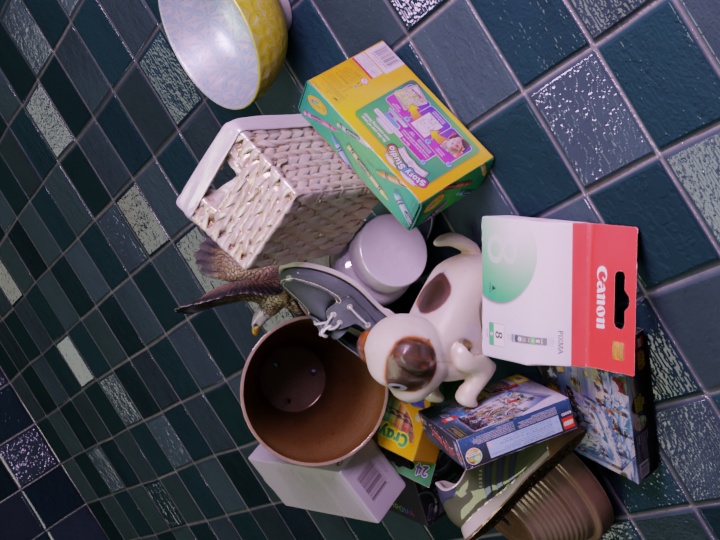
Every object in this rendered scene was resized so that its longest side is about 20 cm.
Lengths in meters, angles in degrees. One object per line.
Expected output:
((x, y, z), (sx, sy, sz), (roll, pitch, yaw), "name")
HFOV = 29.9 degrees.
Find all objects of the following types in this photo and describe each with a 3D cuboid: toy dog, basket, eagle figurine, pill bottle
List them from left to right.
((-0.138, 0.023, 1.844), (0.199, 0.151, 0.152), (23, 174, -6), "eagle figurine")
((-0.084, -0.089, 1.540), (0.123, 0.200, 0.136), (49, 121, 21), "basket")
((0.000, 0.000, 1.691), (0.110, 0.109, 0.200), (58, 152, -1), "pill bottle")
((0.096, 0.074, 1.579), (0.139, 0.200, 0.194), (20, 135, 46), "toy dog")

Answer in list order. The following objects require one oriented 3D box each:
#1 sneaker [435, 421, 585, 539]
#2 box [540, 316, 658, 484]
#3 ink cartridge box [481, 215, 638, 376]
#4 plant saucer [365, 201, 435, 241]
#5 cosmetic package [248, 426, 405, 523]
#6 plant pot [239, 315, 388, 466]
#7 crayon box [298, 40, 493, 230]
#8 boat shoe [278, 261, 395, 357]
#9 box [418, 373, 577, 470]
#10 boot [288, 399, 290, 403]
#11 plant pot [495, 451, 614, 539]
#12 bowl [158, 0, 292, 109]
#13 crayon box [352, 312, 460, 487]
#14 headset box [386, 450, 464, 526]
((0.166, 0.225, 1.589), (0.200, 0.067, 0.090), (-48, 66, 19), "sneaker")
((0.268, 0.133, 1.539), (0.137, 0.040, 0.201), (25, 138, 45), "box")
((0.210, 0.026, 1.461), (0.200, 0.050, 0.162), (10, 102, 56), "ink cartridge box")
((0.027, -0.117, 1.676), (0.200, 0.027, 0.201), (36, 144, 32), "plant saucer")
((-0.047, 0.269, 1.807), (0.200, 0.071, 0.102), (-1, 131, 48), "cosmetic package")
((-0.074, 0.150, 1.761), (0.187, 0.186, 0.200), (60, 170, -4), "plant pot")
((0.039, -0.155, 1.528), (0.200, 0.119, 0.058), (49, 149, 16), "crayon box")
((-0.021, 0.056, 1.611), (0.200, 0.062, 0.073), (35, 147, -31), "boat shoe")
((0.156, 0.174, 1.580), (0.200, 0.136, 0.038), (-160, 50, -80), "box")
((-0.054, 0.245, 1.911), (0.200, 0.077, 0.139), (17, 135, 49), "boot")
((0.208, 0.280, 1.679), (0.201, 0.093, 0.201), (40, 159, 19), "plant pot")
((-0.149, -0.310, 1.672), (0.200, 0.108, 0.201), (37, 144, 33), "bowl")
((0.059, 0.166, 1.752), (0.126, 0.051, 0.201), (18, 94, 45), "crayon box")
((0.047, 0.235, 1.915), (0.174, 0.093, 0.201), (16, 130, 49), "headset box")
